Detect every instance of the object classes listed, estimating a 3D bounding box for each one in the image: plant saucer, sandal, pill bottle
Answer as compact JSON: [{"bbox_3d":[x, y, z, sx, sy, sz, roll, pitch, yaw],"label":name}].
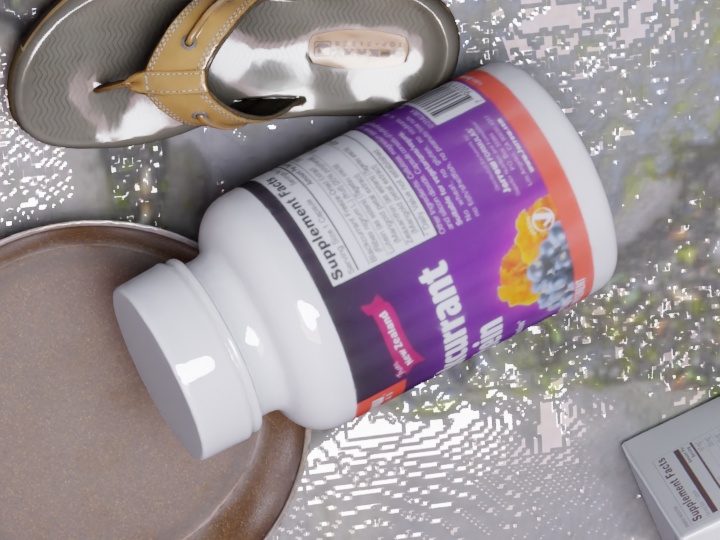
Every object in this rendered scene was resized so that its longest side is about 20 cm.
[{"bbox_3d":[-0.122,0.068,1.331,0.200,0.032,0.201,-3,110,-7],"label":"plant saucer"},{"bbox_3d":[-0.052,-0.088,1.273,0.199,0.055,0.082,0,110,-9],"label":"sandal"},{"bbox_3d":[0.000,0.000,1.262,0.200,0.111,0.112,-27,113,-13],"label":"pill bottle"}]

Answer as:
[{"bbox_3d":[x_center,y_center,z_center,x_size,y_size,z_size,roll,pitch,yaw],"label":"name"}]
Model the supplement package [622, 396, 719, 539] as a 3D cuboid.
[{"bbox_3d":[0.241,0.102,1.361,0.200,0.110,0.114,-25,112,0],"label":"supplement package"}]
